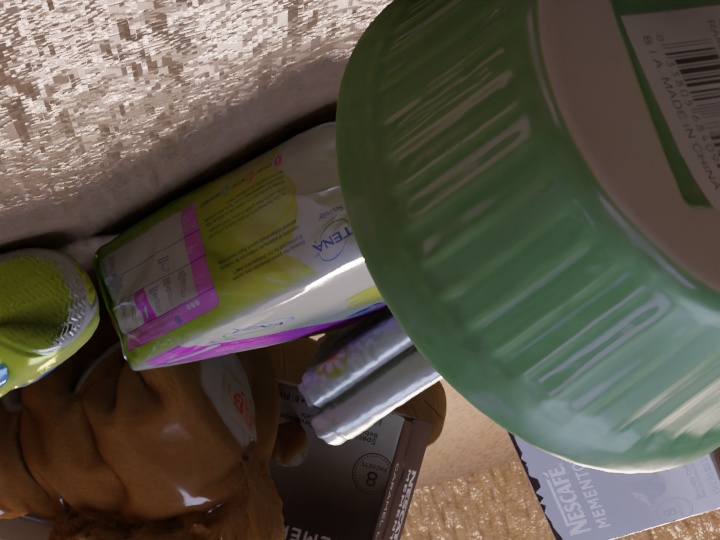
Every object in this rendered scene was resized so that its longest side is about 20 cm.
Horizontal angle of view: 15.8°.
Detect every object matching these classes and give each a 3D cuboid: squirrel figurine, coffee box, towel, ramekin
[{"bbox_3d":[-0.141,0.113,1.371,0.186,0.200,0.142,-19,177,20],"label":"squirrel figurine"},{"bbox_3d":[0.139,0.063,1.561,0.113,0.200,0.080,-17,-145,10],"label":"coffee box"},{"bbox_3d":[-0.074,0.112,1.471,0.200,0.115,0.080,16,178,14],"label":"coffee box"},{"bbox_3d":[0.059,0.014,1.358,0.200,0.048,0.171,-35,-175,7],"label":"towel"},{"bbox_3d":[0.100,-0.039,0.910,0.200,0.200,0.098,-8,160,-40],"label":"ramekin"}]

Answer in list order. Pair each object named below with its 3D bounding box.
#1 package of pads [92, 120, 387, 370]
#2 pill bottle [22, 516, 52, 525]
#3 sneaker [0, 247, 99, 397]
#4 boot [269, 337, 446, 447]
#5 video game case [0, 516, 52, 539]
[{"bbox_3d":[-0.014,-0.017,1.223,0.154,0.068,0.200,-9,168,-44],"label":"package of pads"},{"bbox_3d":[-0.293,0.162,1.665,0.112,0.113,0.200,-24,167,40],"label":"pill bottle"},{"bbox_3d":[-0.215,0.051,1.256,0.200,0.076,0.105,-17,171,3],"label":"sneaker"},{"bbox_3d":[-0.067,0.073,1.645,0.200,0.073,0.155,11,172,-33],"label":"boot"},{"bbox_3d":[-0.135,0.221,1.523,0.182,0.023,0.200,16,143,1],"label":"video game case"}]
